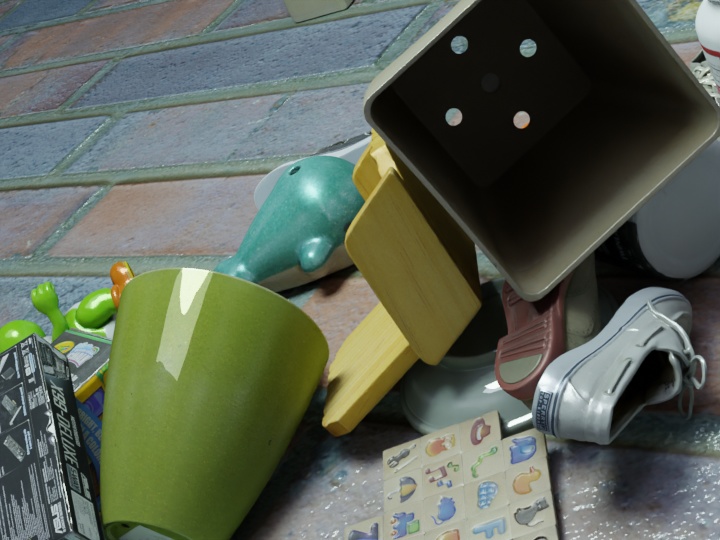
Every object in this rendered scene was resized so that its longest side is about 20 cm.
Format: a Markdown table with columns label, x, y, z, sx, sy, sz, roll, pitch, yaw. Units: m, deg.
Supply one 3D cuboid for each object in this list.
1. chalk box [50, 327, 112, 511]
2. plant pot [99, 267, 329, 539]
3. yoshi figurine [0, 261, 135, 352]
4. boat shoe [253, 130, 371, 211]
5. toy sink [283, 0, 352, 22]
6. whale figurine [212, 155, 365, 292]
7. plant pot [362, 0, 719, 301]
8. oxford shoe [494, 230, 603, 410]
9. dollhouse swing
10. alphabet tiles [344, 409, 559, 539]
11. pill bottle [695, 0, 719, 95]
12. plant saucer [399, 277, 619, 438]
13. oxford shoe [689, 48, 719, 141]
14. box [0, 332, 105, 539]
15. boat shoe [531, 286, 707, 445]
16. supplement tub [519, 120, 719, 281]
| label | x | y | z | sx | sy | sz | roll | pitch | yaw |
| --- | --- | --- | --- | --- | --- | --- | --- | --- | --- |
| chalk box | -0.248 | 0.140 | 1.306 | 0.200 | 0.125 | 0.124 | -42 | 29 | -25 |
| plant pot | -0.137 | 0.134 | 1.177 | 0.186 | 0.187 | 0.202 | -9 | 53 | 34 |
| yoshi figurine | -0.318 | 0.063 | 1.533 | 0.199 | 0.113 | 0.112 | -33 | 11 | -1 |
| boat shoe | -0.021 | -0.111 | 1.574 | 0.198 | 0.070 | 0.066 | -25 | 10 | 16 |
| toy sink | -0.079 | -0.492 | 2.117 | 0.111 | 0.201 | 0.131 | -8 | 35 | 35 |
| whale figurine | -0.074 | -0.041 | 1.459 | 0.199 | 0.104 | 0.159 | -32 | 28 | -5 |
| plant pot | 0.122 | -0.132 | 1.105 | 0.200 | 0.200 | 0.177 | -42 | 17 | 4 |
| oxford shoe | 0.153 | 0.036 | 1.100 | 0.070 | 0.075 | 0.201 | -26 | 31 | 40 |
| dollhouse swing | 0.000 | 0.000 | 1.190 | 0.175 | 0.182 | 0.200 | -32 | 16 | 13 |
| alphabet tiles | 0.062 | 0.186 | 1.034 | 0.166 | 0.008 | 0.201 | -22 | 33 | 16 |
| pill bottle | 0.344 | -0.180 | 1.182 | 0.111 | 0.201 | 0.113 | -22 | 28 | 13 |
| plant saucer | 0.115 | 0.056 | 1.175 | 0.198 | 0.051 | 0.201 | -23 | 28 | 13 |
| oxford shoe | 0.321 | -0.155 | 1.321 | 0.075 | 0.058 | 0.201 | -4 | 39 | 36 |
| box | -0.295 | 0.172 | 1.147 | 0.157 | 0.050 | 0.201 | -31 | 51 | 10 |
| boat shoe | 0.206 | 0.070 | 1.013 | 0.085 | 0.075 | 0.201 | 17 | 26 | 33 |
| supplement tub | 0.212 | -0.069 | 1.211 | 0.122 | 0.123 | 0.199 | -38 | 29 | -17 |
